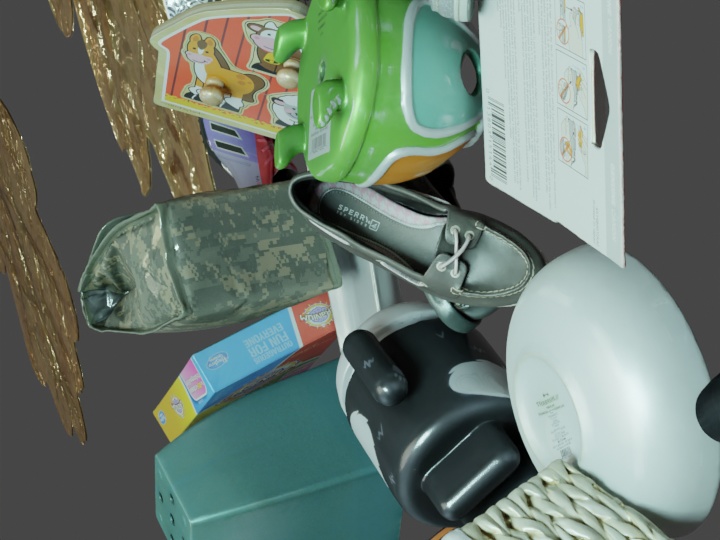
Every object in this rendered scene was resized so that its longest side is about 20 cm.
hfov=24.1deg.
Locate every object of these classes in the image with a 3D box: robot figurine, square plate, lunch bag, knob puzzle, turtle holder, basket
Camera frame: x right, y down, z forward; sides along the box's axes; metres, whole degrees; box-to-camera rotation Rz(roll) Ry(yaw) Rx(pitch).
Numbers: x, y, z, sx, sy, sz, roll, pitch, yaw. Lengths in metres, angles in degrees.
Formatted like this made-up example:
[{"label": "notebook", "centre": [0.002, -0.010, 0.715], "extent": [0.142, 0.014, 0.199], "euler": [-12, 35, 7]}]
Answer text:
[{"label": "robot figurine", "centre": [0.058, 0.109, 1.244], "extent": [0.200, 0.125, 0.150], "euler": [-125, 28, -48]}, {"label": "square plate", "centre": [0.000, 0.000, 1.416], "extent": [0.200, 0.028, 0.198], "euler": [-142, 40, -72]}, {"label": "lunch bag", "centre": [-0.139, -0.004, 1.466], "extent": [0.200, 0.164, 0.118], "euler": [-22, 80, 56]}, {"label": "knob puzzle", "centre": [-0.070, -0.148, 1.319], "extent": [0.220, 0.219, 0.030], "euler": [128, 159, -63]}, {"label": "turtle holder", "centre": [0.016, -0.147, 1.171], "extent": [0.141, 0.132, 0.186], "euler": [118, 151, -51]}, {"label": "basket", "centre": [0.147, 0.229, 1.035], "extent": [0.200, 0.123, 0.136], "euler": [35, 147, 28]}]

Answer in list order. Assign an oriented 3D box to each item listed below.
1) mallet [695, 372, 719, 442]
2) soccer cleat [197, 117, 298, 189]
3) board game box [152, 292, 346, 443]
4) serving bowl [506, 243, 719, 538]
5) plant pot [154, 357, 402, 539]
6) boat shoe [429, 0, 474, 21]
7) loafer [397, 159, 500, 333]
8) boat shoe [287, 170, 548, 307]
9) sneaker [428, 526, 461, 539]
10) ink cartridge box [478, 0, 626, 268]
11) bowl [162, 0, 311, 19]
[{"label": "mallet", "centre": [0.253, 0.135, 0.921], "extent": [0.200, 0.041, 0.066], "euler": [61, 158, 22]}, {"label": "soccer cleat", "centre": [-0.093, -0.101, 1.578], "extent": [0.073, 0.068, 0.200], "euler": [-42, 63, 45]}, {"label": "board game box", "centre": [-0.105, 0.092, 1.595], "extent": [0.040, 0.153, 0.200], "euler": [59, 156, 9]}, {"label": "serving bowl", "centre": [0.149, 0.087, 1.096], "extent": [0.200, 0.066, 0.200], "euler": [49, 147, 47]}, {"label": "plant pot", "centre": [-0.081, 0.197, 1.544], "extent": [0.141, 0.200, 0.141], "euler": [96, 151, -42]}, {"label": "boat shoe", "centre": [0.033, -0.239, 1.111], "extent": [0.074, 0.065, 0.202], "euler": [83, 174, -57]}, {"label": "loafer", "centre": [0.057, -0.053, 1.252], "extent": [0.063, 0.072, 0.200], "euler": [-34, 69, 25]}, {"label": "boat shoe", "centre": [0.035, -0.023, 1.191], "extent": [0.200, 0.057, 0.067], "euler": [23, 95, 27]}, {"label": "sneaker", "centre": [0.082, 0.286, 1.286], "extent": [0.200, 0.112, 0.078], "euler": [64, 163, -19]}, {"label": "ink cartridge box", "centre": [0.130, -0.124, 1.030], "extent": [0.176, 0.045, 0.200], "euler": [-139, 39, -57]}, {"label": "bowl", "centre": [-0.093, -0.245, 1.419], "extent": [0.201, 0.094, 0.201], "euler": [46, 146, 43]}]
